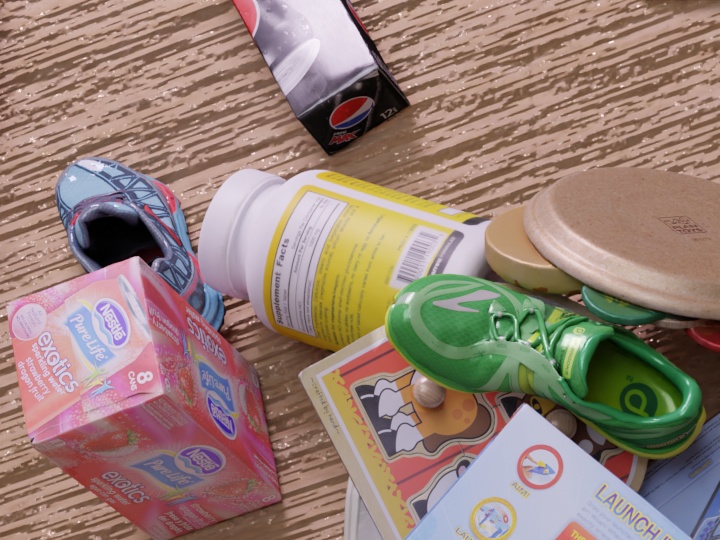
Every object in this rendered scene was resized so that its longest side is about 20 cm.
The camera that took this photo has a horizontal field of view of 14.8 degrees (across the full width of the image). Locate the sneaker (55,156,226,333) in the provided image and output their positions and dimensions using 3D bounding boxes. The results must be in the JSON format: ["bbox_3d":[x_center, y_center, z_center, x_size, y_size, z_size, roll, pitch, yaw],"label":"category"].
[{"bbox_3d":[-0.158,-0.028,1.864,0.079,0.096,0.200,-39,46,-1],"label":"sneaker"}]

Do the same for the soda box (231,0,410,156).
[{"bbox_3d":[-0.045,-0.180,1.918,0.071,0.063,0.200,-32,59,5],"label":"soda box"}]

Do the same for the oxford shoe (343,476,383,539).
[{"bbox_3d":[0.022,0.173,1.725,0.058,0.075,0.200,0,74,26],"label":"oxford shoe"}]

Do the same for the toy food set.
[{"bbox_3d":[0.192,-0.007,1.694,0.198,0.200,0.049,30,120,36],"label":"toy food set"}]

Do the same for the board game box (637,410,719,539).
[{"bbox_3d":[0.271,0.109,1.687,0.200,0.019,0.103,-37,58,2],"label":"board game box"}]

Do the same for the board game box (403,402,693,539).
[{"bbox_3d":[0.107,0.214,1.591,0.200,0.056,0.196,40,83,21],"label":"board game box"}]

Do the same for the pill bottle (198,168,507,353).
[{"bbox_3d":[0.000,0.000,1.789,0.200,0.112,0.113,18,74,27],"label":"pill bottle"}]

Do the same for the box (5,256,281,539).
[{"bbox_3d":[-0.134,0.085,1.751,0.095,0.200,0.103,-20,61,13],"label":"box"}]

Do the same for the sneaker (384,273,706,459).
[{"bbox_3d":[0.114,0.046,1.634,0.200,0.084,0.074,20,70,0],"label":"sneaker"}]

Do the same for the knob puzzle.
[{"bbox_3d":[0.091,0.095,1.677,0.219,0.030,0.220,0,84,-4],"label":"knob puzzle"}]
